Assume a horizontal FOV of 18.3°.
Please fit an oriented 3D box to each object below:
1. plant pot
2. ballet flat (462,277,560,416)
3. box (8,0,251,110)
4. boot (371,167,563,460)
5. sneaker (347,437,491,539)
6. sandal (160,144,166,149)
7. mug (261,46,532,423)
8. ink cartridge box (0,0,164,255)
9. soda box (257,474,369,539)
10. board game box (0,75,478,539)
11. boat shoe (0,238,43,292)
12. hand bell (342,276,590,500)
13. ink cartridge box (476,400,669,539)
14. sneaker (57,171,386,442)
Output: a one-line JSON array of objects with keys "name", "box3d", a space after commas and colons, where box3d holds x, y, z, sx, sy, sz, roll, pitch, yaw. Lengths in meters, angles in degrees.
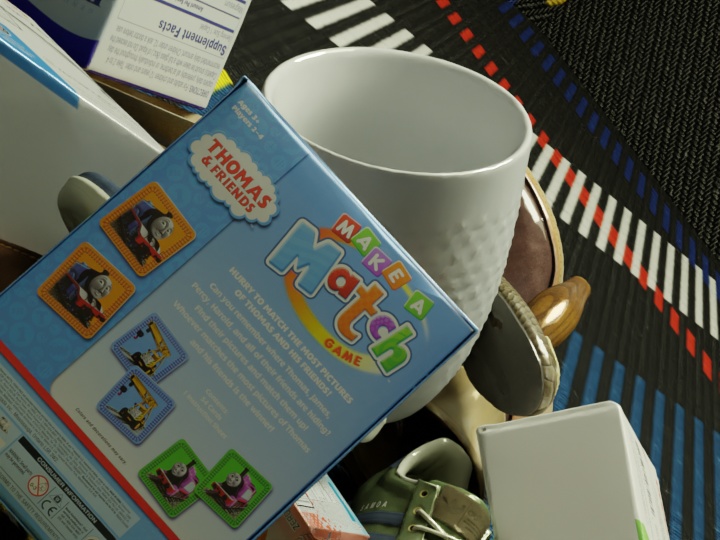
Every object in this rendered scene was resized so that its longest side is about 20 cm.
[{"name": "plant pot", "box3d": [-0.108, -0.085, 1.432, 0.200, 0.028, 0.200, 23, 4, -2]}, {"name": "ballet flat", "box3d": [0.072, 0.022, 1.305, 0.046, 0.068, 0.200, 1, 25, -26]}, {"name": "box", "box3d": [-0.141, -0.224, 1.457, 0.105, 0.200, 0.184, 25, 4, 20]}, {"name": "boot", "box3d": [0.052, 0.021, 1.409, 0.166, 0.072, 0.201, -3, 86, -42]}, {"name": "sneaker", "box3d": [0.027, 0.149, 1.175, 0.067, 0.090, 0.200, 44, 14, -14]}, {"name": "sandal", "box3d": [-0.146, -0.029, 1.255, 0.080, 0.054, 0.200, 41, 28, 1]}, {"name": "mug", "box3d": [0.000, 0.000, 1.201, 0.147, 0.176, 0.200, 16, 31, 10]}, {"name": "ink cartridge box", "box3d": [-0.201, -0.094, 1.099, 0.146, 0.086, 0.200, 36, 6, -40]}, {"name": "soda box", "box3d": [-0.082, 0.074, 1.098, 0.200, 0.068, 0.064, 55, 16, 27]}, {"name": "board game box", "box3d": [-0.073, 0.039, 0.955, 0.151, 0.200, 0.037, 48, -10, 2]}, {"name": "boat shoe", "box3d": [-0.119, 0.030, 1.009, 0.200, 0.068, 0.072, 30, 46, 3]}, {"name": "hand bell", "box3d": [0.083, 0.062, 1.362, 0.104, 0.104, 0.200, 47, 49, 2]}, {"name": "ink cartridge box", "box3d": [0.132, 0.169, 1.270, 0.200, 0.084, 0.146, 49, 30, -70]}, {"name": "sneaker", "box3d": [-0.051, -0.003, 1.053, 0.200, 0.085, 0.075, 38, -10, -30]}]
